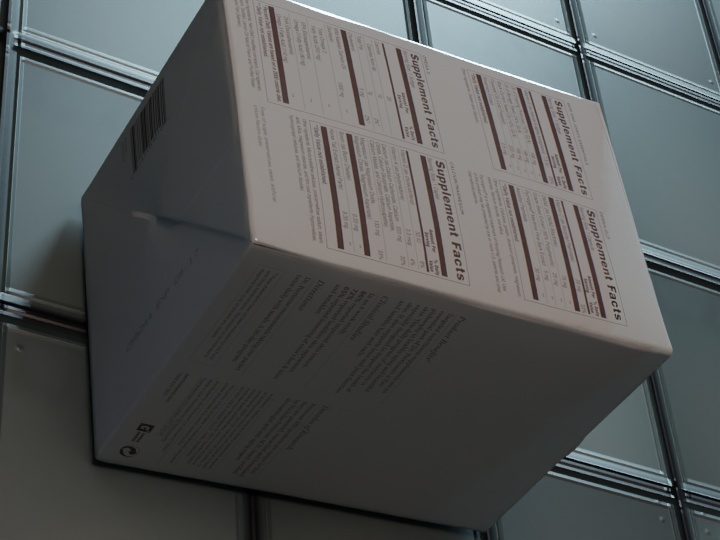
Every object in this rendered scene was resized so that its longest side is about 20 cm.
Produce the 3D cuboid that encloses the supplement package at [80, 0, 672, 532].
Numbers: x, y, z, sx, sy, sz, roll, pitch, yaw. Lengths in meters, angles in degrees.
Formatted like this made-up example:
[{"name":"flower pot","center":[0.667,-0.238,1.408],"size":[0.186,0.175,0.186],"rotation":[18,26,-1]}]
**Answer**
[{"name":"supplement package","center":[0.000,0.000,0.811],"size":[0.200,0.152,0.151],"rotation":[14,45,-27]}]
